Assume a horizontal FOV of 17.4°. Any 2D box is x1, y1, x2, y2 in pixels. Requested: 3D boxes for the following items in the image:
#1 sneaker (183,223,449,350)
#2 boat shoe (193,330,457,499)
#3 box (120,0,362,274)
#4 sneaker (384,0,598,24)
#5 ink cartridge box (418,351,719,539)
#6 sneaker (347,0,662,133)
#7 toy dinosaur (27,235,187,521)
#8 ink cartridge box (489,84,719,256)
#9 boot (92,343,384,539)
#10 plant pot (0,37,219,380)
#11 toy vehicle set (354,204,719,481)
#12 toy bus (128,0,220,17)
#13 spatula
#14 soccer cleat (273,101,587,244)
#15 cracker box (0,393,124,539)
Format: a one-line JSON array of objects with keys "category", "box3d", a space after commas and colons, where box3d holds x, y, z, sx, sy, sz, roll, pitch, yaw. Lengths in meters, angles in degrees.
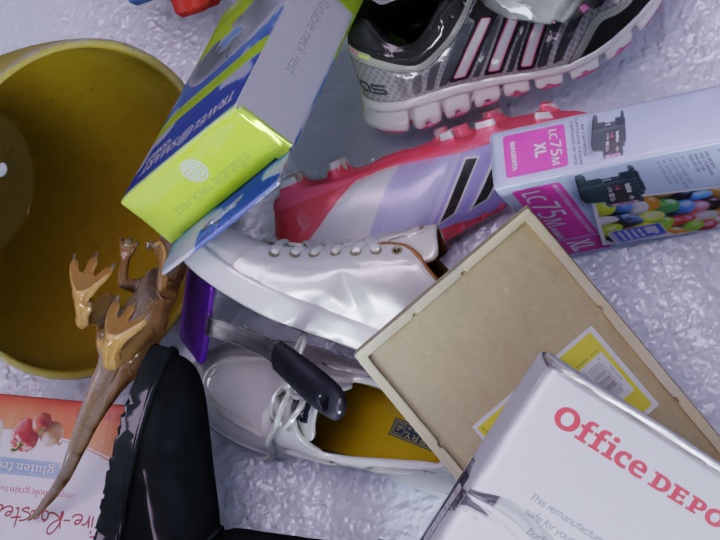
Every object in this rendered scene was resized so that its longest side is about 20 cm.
[{"category": "sneaker", "box3d": [0.000, 0.000, 1.343, 0.200, 0.073, 0.085, 21, 101, 2]}, {"category": "boat shoe", "box3d": [-0.023, 0.079, 1.344, 0.202, 0.086, 0.075, 18, 80, 26]}, {"category": "box", "box3d": [-0.064, -0.102, 1.344, 0.122, 0.048, 0.200, -36, 22, 43]}, {"category": "sneaker", "box3d": [0.046, -0.196, 1.325, 0.200, 0.080, 0.086, 20, 36, 6]}, {"category": "ink cartridge box", "box3d": [0.104, 0.162, 1.223, 0.145, 0.083, 0.200, 33, 95, 0]}, {"category": "sneaker", "box3d": [0.079, -0.152, 1.367, 0.200, 0.088, 0.074, -21, 36, 13]}, {"category": "toy dinosaur", "box3d": [-0.137, 0.047, 1.345, 0.060, 0.106, 0.200, 20, 70, 21]}, {"category": "ink cartridge box", "box3d": [0.183, -0.058, 1.288, 0.200, 0.119, 0.042, -14, 67, 17]}, {"category": "boot", "box3d": [-0.065, 0.153, 1.314, 0.162, 0.073, 0.199, 12, 86, 6]}, {"category": "plant pot", "box3d": [-0.205, -0.046, 1.418, 0.142, 0.200, 0.200, 13, 77, 48]}, {"category": "toy vehicle set", "box3d": [0.107, 0.081, 1.273, 0.124, 0.027, 0.200, -39, 91, 5]}, {"category": "toy bus", "box3d": [-0.134, -0.254, 1.476, 0.136, 0.200, 0.192, -18, 102, 17]}, {"category": "spatula", "box3d": [-0.060, 0.043, 1.334, 0.200, 0.021, 0.057, 29, 115, 52]}, {"category": "soccer cleat", "box3d": [0.046, -0.044, 1.380, 0.200, 0.067, 0.077, -15, 99, 11]}, {"category": "cracker box", "box3d": [-0.199, 0.177, 1.399, 0.134, 0.058, 0.200, 3, 74, 23]}]
